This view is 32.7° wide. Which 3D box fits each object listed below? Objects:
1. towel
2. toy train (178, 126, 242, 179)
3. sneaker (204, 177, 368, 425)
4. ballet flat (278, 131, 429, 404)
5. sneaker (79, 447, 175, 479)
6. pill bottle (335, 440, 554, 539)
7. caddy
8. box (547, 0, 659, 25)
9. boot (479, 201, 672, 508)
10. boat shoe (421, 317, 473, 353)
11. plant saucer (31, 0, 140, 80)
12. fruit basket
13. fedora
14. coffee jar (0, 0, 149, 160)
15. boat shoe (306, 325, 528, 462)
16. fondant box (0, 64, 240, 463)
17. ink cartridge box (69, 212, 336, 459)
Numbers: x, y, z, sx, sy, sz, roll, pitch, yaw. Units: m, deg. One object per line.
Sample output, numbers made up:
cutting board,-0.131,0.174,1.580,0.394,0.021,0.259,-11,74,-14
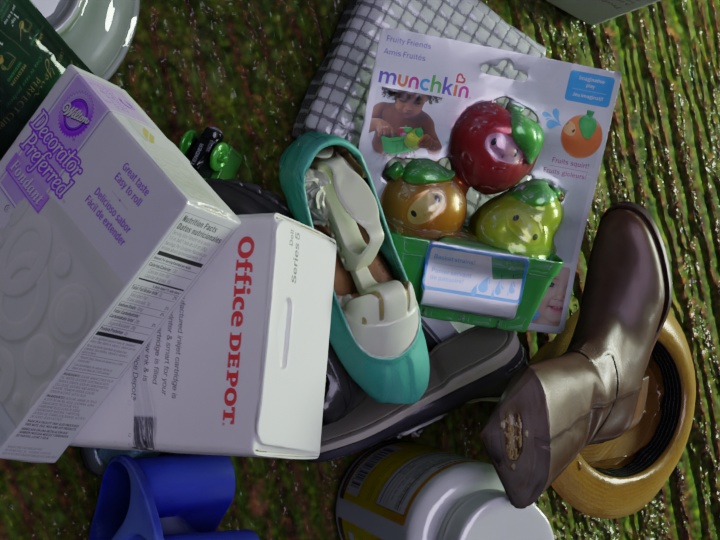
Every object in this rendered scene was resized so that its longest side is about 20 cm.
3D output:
towel,0.060,-0.134,0.987,0.199,0.085,0.167,28,78,-18
toy train,-0.145,-0.012,0.914,0.041,0.056,0.201,22,83,20
sneaker,-0.060,0.022,0.864,0.200,0.076,0.091,48,53,-2
ballet flat,0.000,0.000,0.828,0.067,0.070,0.202,-23,91,-20
sneaker,-0.109,0.101,0.905,0.198,0.095,0.080,-18,93,-22
pill bottle,0.062,0.192,0.917,0.108,0.200,0.110,0,90,-21
caddy,-0.143,0.213,0.845,0.104,0.201,0.142,-6,48,-28
box,0.185,-0.341,0.991,0.198,0.171,0.202,23,80,-20
boot,0.150,0.054,0.861,0.199,0.064,0.188,-13,105,-53
boat shoe,0.033,0.029,0.988,0.057,0.069,0.200,-39,109,16
plant saucer,-0.253,-0.209,0.878,0.198,0.050,0.202,0,90,-21
fruit basket,0.085,-0.059,0.889,0.183,0.094,0.202,10,108,-10
fedora,0.196,0.108,1.026,0.199,0.081,0.203,-4,96,-37
coffee jar,-0.224,-0.110,0.833,0.200,0.085,0.105,47,66,-43
boat shoe,0.042,0.110,0.954,0.199,0.073,0.063,-27,119,10
fondant box,-0.185,-0.003,0.761,0.200,0.144,0.058,-50,149,11
ink cartridge box,-0.122,0.045,0.799,0.084,0.198,0.147,22,70,-60
